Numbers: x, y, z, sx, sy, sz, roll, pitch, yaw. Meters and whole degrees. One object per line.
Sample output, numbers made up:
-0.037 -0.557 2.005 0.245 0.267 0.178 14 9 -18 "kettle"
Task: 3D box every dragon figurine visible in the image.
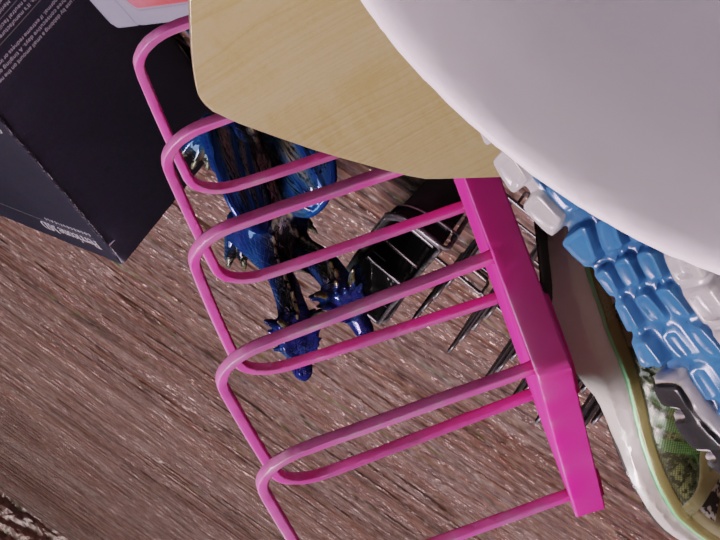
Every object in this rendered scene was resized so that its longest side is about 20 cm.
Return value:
-0.047 -0.049 1.044 0.099 0.058 0.202 -174 66 -73 "dragon figurine"

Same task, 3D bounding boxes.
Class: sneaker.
0.106 -0.028 0.668 0.075 0.087 0.201 0 130 51 "sneaker"
0.146 0.043 0.910 0.088 0.077 0.200 -18 126 24 "sneaker"

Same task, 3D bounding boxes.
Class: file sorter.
0.000 0.000 0.851 0.139 0.124 0.201 68 -177 -61 "file sorter"

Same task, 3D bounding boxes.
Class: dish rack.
0.092 0.032 1.037 0.199 0.055 0.153 37 164 0 "dish rack"

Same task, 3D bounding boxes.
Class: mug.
0.087 -0.109 0.481 0.148 0.176 0.200 44 162 -20 "mug"

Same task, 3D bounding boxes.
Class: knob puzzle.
0.036 -0.105 0.644 0.220 0.218 0.031 52 -162 -39 "knob puzzle"

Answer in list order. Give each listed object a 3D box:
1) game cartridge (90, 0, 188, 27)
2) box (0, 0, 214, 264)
-0.103 -0.167 0.941 0.133 0.041 0.200 52 158 -21 "game cartridge"
-0.198 -0.118 1.143 0.199 0.104 0.182 20 155 45 "box"
